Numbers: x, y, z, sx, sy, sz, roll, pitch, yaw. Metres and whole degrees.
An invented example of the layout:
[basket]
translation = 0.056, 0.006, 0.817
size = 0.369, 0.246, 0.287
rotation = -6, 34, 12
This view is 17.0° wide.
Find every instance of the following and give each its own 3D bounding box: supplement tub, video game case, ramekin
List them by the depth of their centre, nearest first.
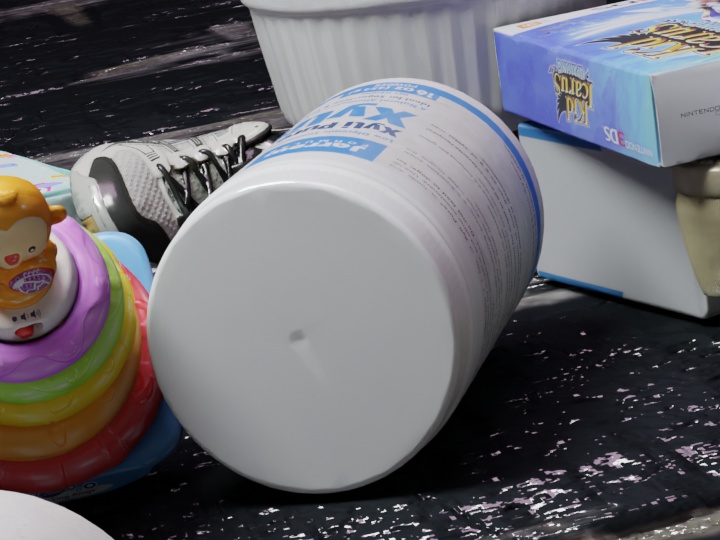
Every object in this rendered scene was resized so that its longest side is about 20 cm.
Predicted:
[supplement tub]
translation = 0.000, 0.000, 1.011
size = 0.131, 0.133, 0.200
rotation = -6, 13, 15
[video game case]
translation = 0.179, -0.100, 1.116
size = 0.180, 0.046, 0.200
rotation = -14, 15, -14
[ramekin]
translation = 0.038, -0.128, 1.273
size = 0.201, 0.095, 0.202
rotation = -7, 14, 2

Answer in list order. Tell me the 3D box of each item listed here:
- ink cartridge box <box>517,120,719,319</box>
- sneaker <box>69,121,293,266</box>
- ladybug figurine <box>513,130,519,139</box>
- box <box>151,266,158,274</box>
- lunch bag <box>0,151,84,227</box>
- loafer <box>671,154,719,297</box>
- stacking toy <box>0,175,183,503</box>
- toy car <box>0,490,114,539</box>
[ink cartridge box]
translation = 0.199, -0.049, 1.172
size = 0.199, 0.086, 0.146
rotation = -18, 16, -26
[sneaker]
translation = -0.083, -0.051, 1.306
size = 0.087, 0.076, 0.200
rotation = -25, -1, 24
[ladybug figurine]
translation = 0.035, -0.049, 1.309
size = 0.135, 0.072, 0.200
rotation = 1, 17, 36
[box]
translation = -0.188, 0.045, 1.128
size = 0.199, 0.050, 0.158
rotation = -2, 16, 27
[lunch bag]
translation = -0.227, -0.015, 1.338
size = 0.160, 0.078, 0.200
rotation = -11, 14, -24
[loafer]
translation = 0.228, -0.016, 1.064
size = 0.199, 0.069, 0.076
rotation = 4, 14, -12
[stacking toy]
translation = -0.128, 0.013, 0.912
size = 0.115, 0.110, 0.200
rotation = -11, -19, -9
[toy car]
translation = -0.103, 0.143, 0.514
size = 0.199, 0.175, 0.150
rotation = -1, 53, 31
